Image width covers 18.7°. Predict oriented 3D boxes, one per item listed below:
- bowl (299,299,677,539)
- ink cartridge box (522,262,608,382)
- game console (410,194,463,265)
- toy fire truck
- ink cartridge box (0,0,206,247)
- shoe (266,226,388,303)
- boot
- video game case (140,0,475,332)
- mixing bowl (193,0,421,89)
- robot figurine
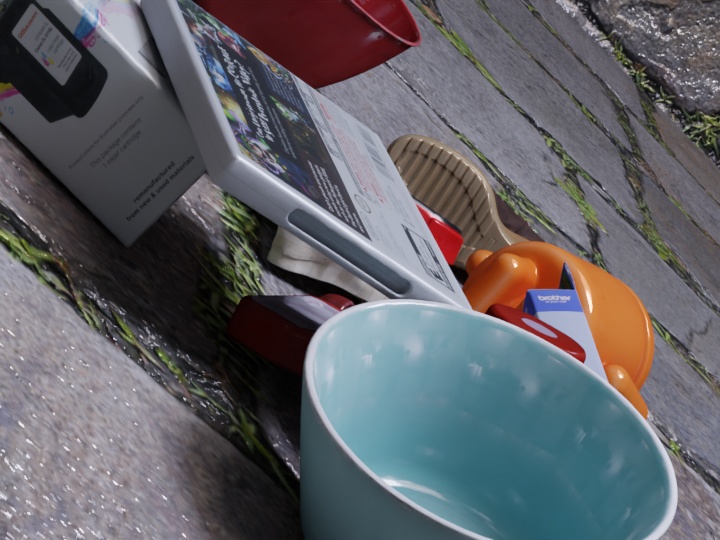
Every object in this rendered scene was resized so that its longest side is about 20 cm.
[{"bbox_3d":[0.048,0.115,1.101,0.199,0.106,0.201,19,29,-11],"label":"bowl"},{"bbox_3d":[0.126,0.099,1.387,0.042,0.120,0.201,2,36,-8],"label":"ink cartridge box"},{"bbox_3d":[-0.022,-0.072,1.488,0.199,0.031,0.177,35,2,-9],"label":"game console"},{"bbox_3d":[0.026,0.059,1.278,0.167,0.113,0.200,31,11,18],"label":"toy fire truck"},{"bbox_3d":[-0.163,-0.128,1.238,0.200,0.083,0.146,45,16,-9],"label":"ink cartridge box"},{"bbox_3d":[0.000,0.000,1.447,0.070,0.054,0.200,22,-6,35],"label":"shoe"},{"bbox_3d":[0.089,-0.038,1.783,0.200,0.072,0.166,44,4,-9],"label":"boot"},{"bbox_3d":[-0.032,-0.063,1.204,0.181,0.023,0.201,34,18,-33],"label":"video game case"},{"bbox_3d":[-0.058,-0.213,1.688,0.200,0.108,0.200,43,17,-16],"label":"mixing bowl"},{"bbox_3d":[0.142,0.048,1.580,0.143,0.118,0.200,4,-9,31],"label":"robot figurine"}]
